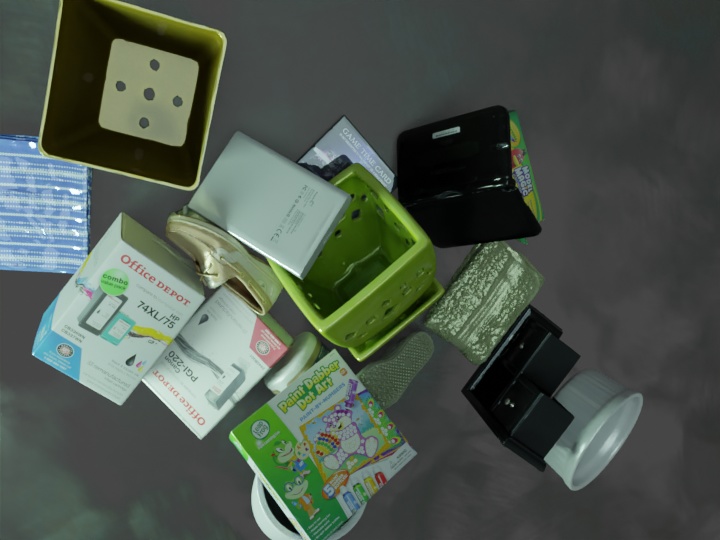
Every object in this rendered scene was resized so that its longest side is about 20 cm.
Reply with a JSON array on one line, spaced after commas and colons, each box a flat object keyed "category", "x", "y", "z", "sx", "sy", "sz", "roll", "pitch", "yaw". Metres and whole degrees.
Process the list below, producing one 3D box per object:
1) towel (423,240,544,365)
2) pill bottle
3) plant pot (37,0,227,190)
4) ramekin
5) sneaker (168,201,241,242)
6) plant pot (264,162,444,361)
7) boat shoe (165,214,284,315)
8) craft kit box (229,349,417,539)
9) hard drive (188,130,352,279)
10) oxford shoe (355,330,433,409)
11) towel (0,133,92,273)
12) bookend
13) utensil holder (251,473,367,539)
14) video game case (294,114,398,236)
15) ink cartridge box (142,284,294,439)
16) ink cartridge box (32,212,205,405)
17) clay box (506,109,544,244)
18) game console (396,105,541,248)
[{"category": "towel", "x": 0.212, "y": 0.050, "z": 1.159, "sx": 0.148, "sy": 0.037, "sz": 0.201, "roll": 36, "pitch": 95, "yaw": -16}, {"category": "pill bottle", "x": -0.052, "y": 0.205, "z": 1.106, "sx": 0.111, "sy": 0.111, "sz": 0.200, "roll": -44, "pitch": 107, "yaw": 2}, {"category": "plant pot", "x": -0.295, "y": -0.238, "z": 0.915, "sx": 0.196, "sy": 0.176, "sz": 0.204, "roll": 12, "pitch": 101, "yaw": -13}, {"category": "ramekin", "x": 0.389, "y": 0.268, "z": 1.175, "sx": 0.199, "sy": 0.097, "sz": 0.203, "roll": -28, "pitch": 137, "yaw": -30}, {"category": "sneaker", "x": -0.182, "y": -0.087, "z": 1.021, "sx": 0.198, "sy": 0.074, "sz": 0.090, "roll": -28, "pitch": 87, "yaw": 6}, {"category": "plant pot", "x": 0.000, "y": 0.000, "z": 1.010, "sx": 0.199, "sy": 0.200, "sz": 0.182, "roll": -39, "pitch": 145, "yaw": -1}, {"category": "boat shoe", "x": -0.196, "y": -0.004, "z": 0.967, "sx": 0.199, "sy": 0.073, "sz": 0.070, "roll": 35, "pitch": 62, "yaw": -26}, {"category": "craft kit box", "x": -0.052, "y": 0.251, "z": 0.975, "sx": 0.199, "sy": 0.049, "sz": 0.198, "roll": -36, "pitch": 76, "yaw": -25}, {"category": "hard drive", "x": -0.128, "y": -0.095, "z": 0.951, "sx": 0.198, "sy": 0.026, "sz": 0.133, "roll": 30, "pitch": 82, "yaw": 16}, {"category": "oxford shoe", "x": 0.044, "y": 0.169, "z": 1.104, "sx": 0.199, "sy": 0.057, "sz": 0.076, "roll": -37, "pitch": 98, "yaw": -36}, {"category": "towel", "x": -0.471, "y": -0.095, "z": 0.996, "sx": 0.142, "sy": 0.024, "sz": 0.204, "roll": 3, "pitch": 103, "yaw": -11}, {"category": "bookend", "x": 0.287, "y": 0.186, "z": 1.122, "sx": 0.091, "sy": 0.200, "sz": 0.200, "roll": 34, "pitch": 96, "yaw": -17}, {"category": "utensil holder", "x": -0.088, "y": 0.344, "z": 1.059, "sx": 0.166, "sy": 0.201, "sz": 0.173, "roll": 6, "pitch": 64, "yaw": -12}, {"category": "video game case", "x": -0.051, "y": -0.122, "z": 1.074, "sx": 0.200, "sy": 0.019, "sz": 0.143, "roll": -44, "pitch": 108, "yaw": 1}, {"category": "ink cartridge box", "x": -0.223, "y": 0.135, "z": 1.056, "sx": 0.146, "sy": 0.085, "sz": 0.200, "roll": 45, "pitch": 94, "yaw": -3}, {"category": "ink cartridge box", "x": -0.345, "y": 0.051, "z": 0.984, "sx": 0.146, "sy": 0.146, "sz": 0.201, "roll": 37, "pitch": 94, "yaw": -26}, {"category": "clay box", "x": 0.231, "y": -0.150, "z": 1.072, "sx": 0.047, "sy": 0.115, "sz": 0.203, "roll": -22, "pitch": 108, "yaw": -6}, {"category": "game console", "x": 0.165, "y": -0.137, "z": 1.046, "sx": 0.115, "sy": 0.197, "sz": 0.180, "roll": 6, "pitch": 80, "yaw": -50}]
